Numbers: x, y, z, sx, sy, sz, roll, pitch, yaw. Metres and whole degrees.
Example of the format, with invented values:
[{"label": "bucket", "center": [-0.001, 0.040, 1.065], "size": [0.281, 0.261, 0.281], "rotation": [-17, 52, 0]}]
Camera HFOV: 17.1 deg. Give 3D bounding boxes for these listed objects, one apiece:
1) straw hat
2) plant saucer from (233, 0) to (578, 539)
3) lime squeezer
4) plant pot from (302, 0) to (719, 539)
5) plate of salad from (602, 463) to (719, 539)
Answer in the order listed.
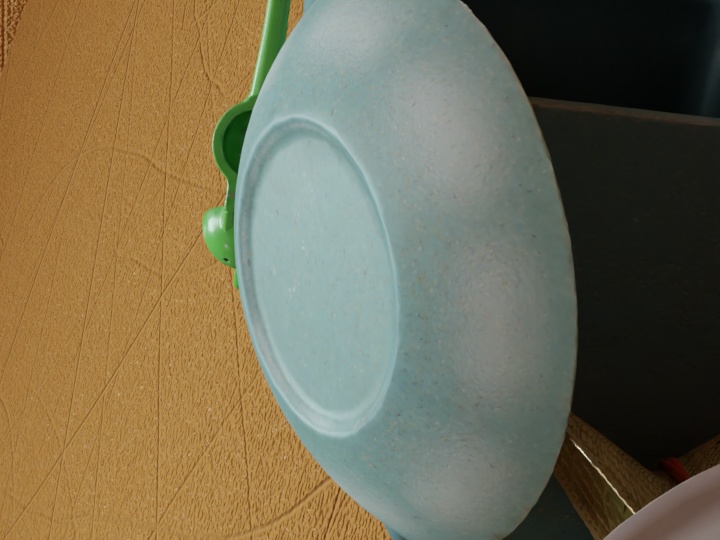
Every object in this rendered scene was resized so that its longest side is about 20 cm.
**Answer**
[{"label": "straw hat", "center": [0.140, 0.096, 0.798], "size": [0.085, 0.201, 0.201], "rotation": [-35, 22, -3]}, {"label": "plant saucer", "center": [0.000, 0.000, 0.803], "size": [0.201, 0.039, 0.201], "rotation": [28, 123, 55]}, {"label": "lime squeezer", "center": [-0.038, -0.046, 0.974], "size": [0.071, 0.038, 0.200], "rotation": [-59, -16, -45]}, {"label": "plant pot", "center": [0.072, 0.003, 0.936], "size": [0.196, 0.196, 0.200], "rotation": [-119, 38, -65]}, {"label": "plate of salad", "center": [0.118, 0.133, 0.534], "size": [0.048, 0.200, 0.200], "rotation": [-168, 94, -87]}]
